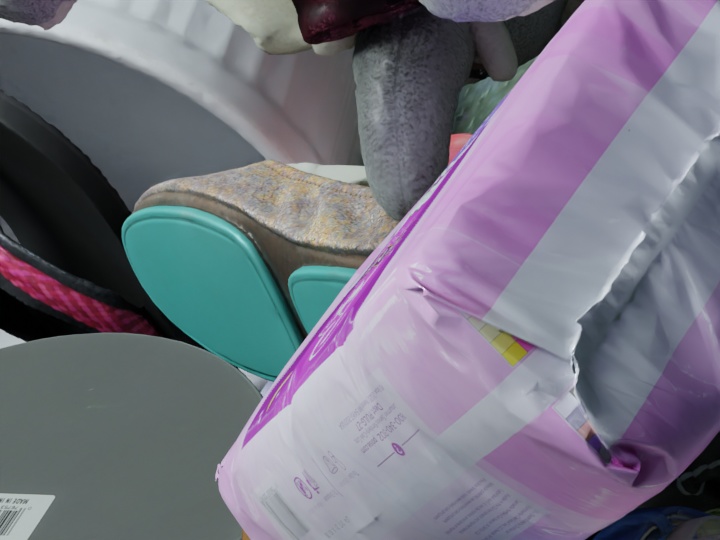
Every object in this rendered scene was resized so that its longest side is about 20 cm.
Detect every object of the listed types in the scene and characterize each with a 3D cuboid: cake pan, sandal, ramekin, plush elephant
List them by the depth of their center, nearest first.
[{"bbox_3d":[0.008,-0.092,0.810,0.164,0.155,0.201,-3,45,21],"label":"plush elephant"},{"bbox_3d":[-0.102,0.085,0.883,0.199,0.037,0.201,-13,33,8],"label":"cake pan"},{"bbox_3d":[-0.092,0.011,0.991,0.045,0.200,0.075,-48,25,-21],"label":"sandal"},{"bbox_3d":[-0.088,-0.050,1.059,0.200,0.200,0.098,-28,32,45],"label":"ramekin"}]

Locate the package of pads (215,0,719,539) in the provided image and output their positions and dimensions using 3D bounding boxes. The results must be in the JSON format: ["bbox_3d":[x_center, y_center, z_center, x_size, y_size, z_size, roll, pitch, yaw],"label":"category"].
[{"bbox_3d":[0.041,0.009,0.681,0.121,0.076,0.200,-50,1,-22],"label":"package of pads"}]

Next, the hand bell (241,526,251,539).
[{"bbox_3d":[-0.027,0.103,0.769,0.104,0.104,0.201,-13,54,54],"label":"hand bell"}]

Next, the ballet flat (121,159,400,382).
[{"bbox_3d":[0.000,0.000,0.888,0.067,0.068,0.200,-30,23,-23],"label":"ballet flat"}]

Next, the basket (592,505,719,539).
[{"bbox_3d":[0.072,0.142,0.650,0.200,0.139,0.177,-5,55,49],"label":"basket"}]

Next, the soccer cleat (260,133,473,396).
[{"bbox_3d":[-0.006,0.044,0.981,0.200,0.067,0.076,-58,-3,11],"label":"soccer cleat"}]

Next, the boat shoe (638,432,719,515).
[{"bbox_3d":[0.081,0.044,0.828,0.072,0.061,0.201,-31,11,-38],"label":"boat shoe"}]
